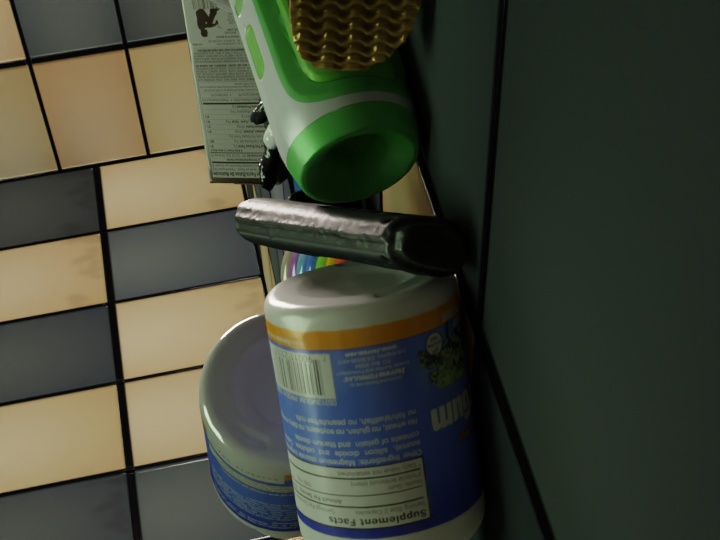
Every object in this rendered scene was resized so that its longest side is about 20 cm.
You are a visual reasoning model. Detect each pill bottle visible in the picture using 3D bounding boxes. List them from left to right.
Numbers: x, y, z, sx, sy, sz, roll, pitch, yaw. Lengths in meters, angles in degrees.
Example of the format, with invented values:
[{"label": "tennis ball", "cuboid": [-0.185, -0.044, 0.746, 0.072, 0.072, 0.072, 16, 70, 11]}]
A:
[{"label": "pill bottle", "cuboid": [-0.054, 0.120, 0.910, 0.200, 0.111, 0.113, 97, 162, -61]}, {"label": "pill bottle", "cuboid": [0.013, 0.101, 0.739, 0.112, 0.111, 0.202, -125, 25, -74]}]

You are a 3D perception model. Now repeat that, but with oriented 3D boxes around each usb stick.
[{"label": "usb stick", "cuboid": [-0.011, -0.022, 0.740, 0.200, 0.055, 0.033, 11, 90, 59]}]

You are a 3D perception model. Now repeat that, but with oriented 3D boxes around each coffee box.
[{"label": "coffee box", "cuboid": [-0.103, -0.195, 1.243, 0.113, 0.079, 0.202, -49, -43, -58]}]

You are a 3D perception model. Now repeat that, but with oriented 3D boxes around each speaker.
[{"label": "speaker", "cuboid": [-0.029, -0.143, 0.780, 0.089, 0.088, 0.201, 92, 161, -61]}]

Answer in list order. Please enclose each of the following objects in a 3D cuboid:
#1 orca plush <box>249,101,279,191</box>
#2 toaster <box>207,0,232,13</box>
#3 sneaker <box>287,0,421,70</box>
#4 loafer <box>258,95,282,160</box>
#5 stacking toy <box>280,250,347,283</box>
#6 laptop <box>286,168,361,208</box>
[{"label": "orca plush", "cuboid": [-0.028, -0.111, 0.928, 0.071, 0.105, 0.200, 41, 140, 3]}, {"label": "toaster", "cuboid": [-0.106, -0.266, 0.934, 0.114, 0.199, 0.129, -52, 36, 18]}, {"label": "sneaker", "cuboid": [-0.003, -0.197, 0.647, 0.201, 0.074, 0.091, 95, 173, -45]}, {"label": "loafer", "cuboid": [-0.055, -0.168, 1.122, 0.071, 0.067, 0.202, 76, -175, -56]}, {"label": "stacking toy", "cuboid": [0.000, 0.000, 0.870, 0.200, 0.085, 0.086, 171, 89, -78]}, {"label": "laptop", "cuboid": [-0.045, 0.004, 1.082, 0.200, 0.102, 0.179, -38, -58, -63]}]
